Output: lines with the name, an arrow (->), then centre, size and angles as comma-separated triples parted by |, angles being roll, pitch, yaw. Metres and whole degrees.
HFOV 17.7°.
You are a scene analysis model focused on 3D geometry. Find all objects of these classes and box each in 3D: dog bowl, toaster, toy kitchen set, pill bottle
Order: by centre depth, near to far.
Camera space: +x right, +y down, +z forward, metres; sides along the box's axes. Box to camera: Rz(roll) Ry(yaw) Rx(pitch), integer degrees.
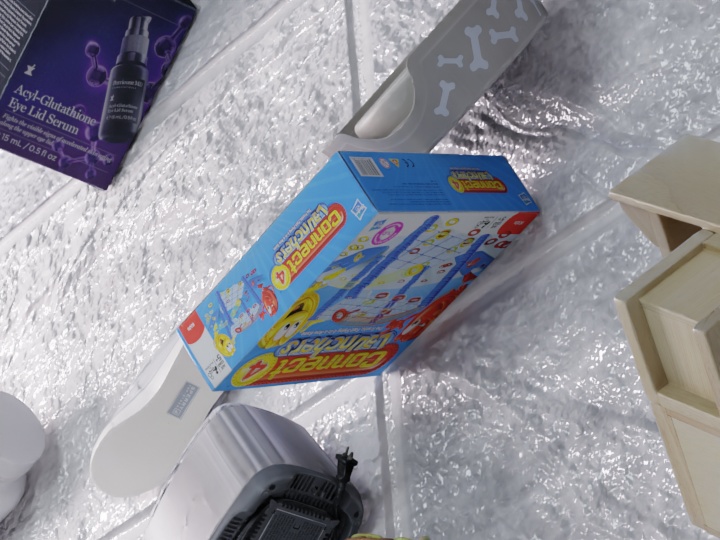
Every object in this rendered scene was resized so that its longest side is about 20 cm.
toy kitchen set -> 0.245, 0.029, 1.415 | 0.199, 0.181, 0.163 | -35, 31, -22
dog bowl -> 0.058, -0.141, 1.686 | 0.200, 0.059, 0.200 | -48, 4, 4
toaster -> -0.083, 0.189, 1.744 | 0.201, 0.113, 0.129 | -62, 33, 14
pill bottle -> -0.378, 0.201, 2.140 | 0.200, 0.111, 0.112 | -45, 41, 30

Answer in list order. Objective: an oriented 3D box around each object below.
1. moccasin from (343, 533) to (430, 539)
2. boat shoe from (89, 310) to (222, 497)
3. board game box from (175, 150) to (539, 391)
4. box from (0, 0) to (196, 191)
moccasin -> 0.049, 0.219, 1.578 | 0.201, 0.077, 0.074 | 25, 93, 55
boat shoe -> -0.162, 0.103, 1.941 | 0.201, 0.072, 0.069 | -59, 14, 26
board game box -> 0.000, 0.000, 1.649 | 0.196, 0.199, 0.056 | -47, 64, 30
box -> -0.270, -0.200, 2.165 | 0.201, 0.147, 0.104 | -63, 35, 10
